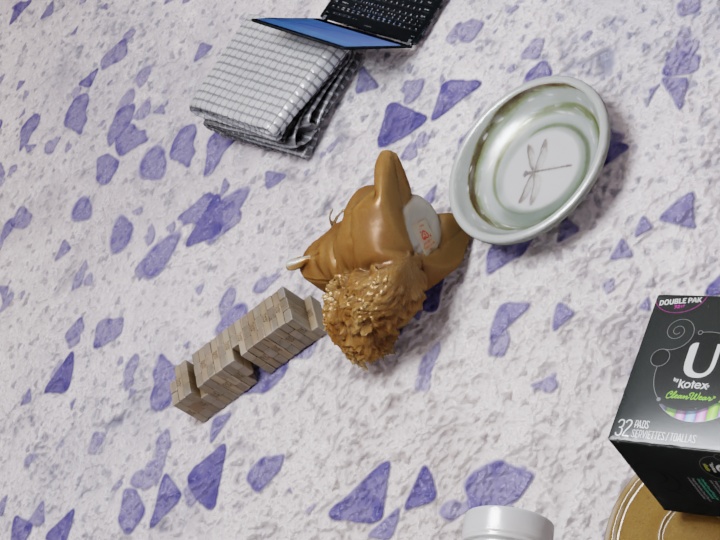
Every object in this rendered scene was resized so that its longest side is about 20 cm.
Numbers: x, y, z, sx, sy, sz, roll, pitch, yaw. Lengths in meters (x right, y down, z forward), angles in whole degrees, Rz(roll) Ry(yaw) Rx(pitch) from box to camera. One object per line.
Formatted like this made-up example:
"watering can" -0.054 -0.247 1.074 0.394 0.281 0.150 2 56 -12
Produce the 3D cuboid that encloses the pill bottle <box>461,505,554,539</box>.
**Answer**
"pill bottle" 0.118 0.314 1.357 0.111 0.111 0.200 -12 56 39

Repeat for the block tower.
"block tower" -0.134 0.096 1.800 0.200 0.058 0.054 -36 44 20

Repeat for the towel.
"towel" -0.106 -0.237 1.979 0.200 0.086 0.166 20 71 44

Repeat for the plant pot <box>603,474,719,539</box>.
"plant pot" 0.287 0.228 1.315 0.200 0.027 0.200 -25 49 32

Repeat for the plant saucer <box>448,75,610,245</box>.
"plant saucer" 0.186 -0.109 1.628 0.200 0.050 0.200 -25 49 32

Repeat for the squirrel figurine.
"squirrel figurine" 0.000 0.000 1.676 0.187 0.142 0.200 -20 48 43

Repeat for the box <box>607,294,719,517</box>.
"box" 0.330 0.114 1.246 0.200 0.124 0.149 0 55 39

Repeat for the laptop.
"laptop" -0.002 -0.343 1.908 0.177 0.103 0.200 25 78 42
